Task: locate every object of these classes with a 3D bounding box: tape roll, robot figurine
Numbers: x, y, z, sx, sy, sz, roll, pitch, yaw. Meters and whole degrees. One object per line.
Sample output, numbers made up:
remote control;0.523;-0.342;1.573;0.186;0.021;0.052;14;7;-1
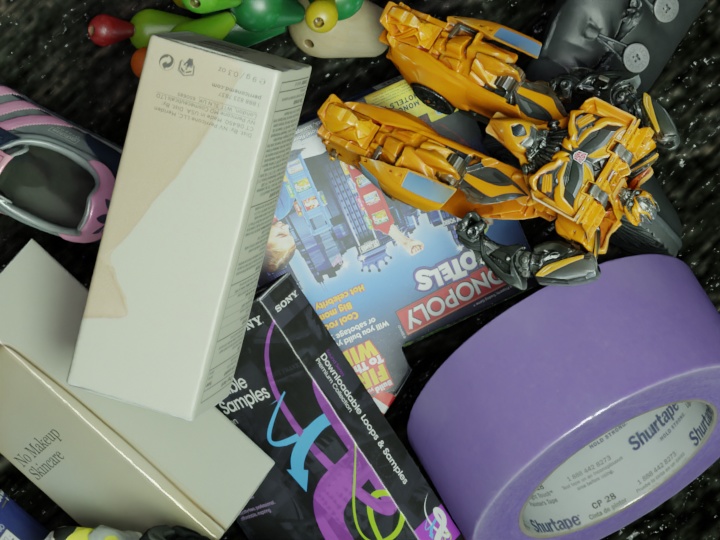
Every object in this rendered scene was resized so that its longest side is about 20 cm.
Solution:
tape roll;0.133;0.085;1.417;0.199;0.200;0.085;-30;63;-2
robot figurine;0.081;-0.074;1.369;0.199;0.058;0.145;25;75;25

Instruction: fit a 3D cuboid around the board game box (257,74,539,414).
board game box;0.000;0.000;1.470;0.199;0.062;0.201;-23;98;-3

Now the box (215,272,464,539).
box;-0.040;0.109;1.446;0.036;0.143;0.201;-39;99;-42

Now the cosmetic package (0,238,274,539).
cosmetic package;-0.160;0.088;1.432;0.200;0.103;0.073;42;53;-6

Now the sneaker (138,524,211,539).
sneaker;-0.058;0.204;1.383;0.199;0.075;0.080;20;94;-35

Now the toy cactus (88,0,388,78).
toy cactus;-0.050;-0.162;1.419;0.165;0.199;0.103;8;65;-47

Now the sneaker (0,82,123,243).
sneaker;-0.218;-0.072;1.410;0.199;0.082;0.071;20;101;14

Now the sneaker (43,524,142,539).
sneaker;-0.171;0.242;1.370;0.076;0.075;0.201;20;67;-19

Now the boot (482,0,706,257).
boot;0.179;-0.127;1.474;0.165;0.065;0.201;36;74;-36

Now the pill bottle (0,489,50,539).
pill bottle;-0.241;0.188;1.441;0.200;0.116;0.116;42;91;-9

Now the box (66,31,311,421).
box;-0.094;-0.026;1.331;0.077;0.095;0.201;16;98;8
